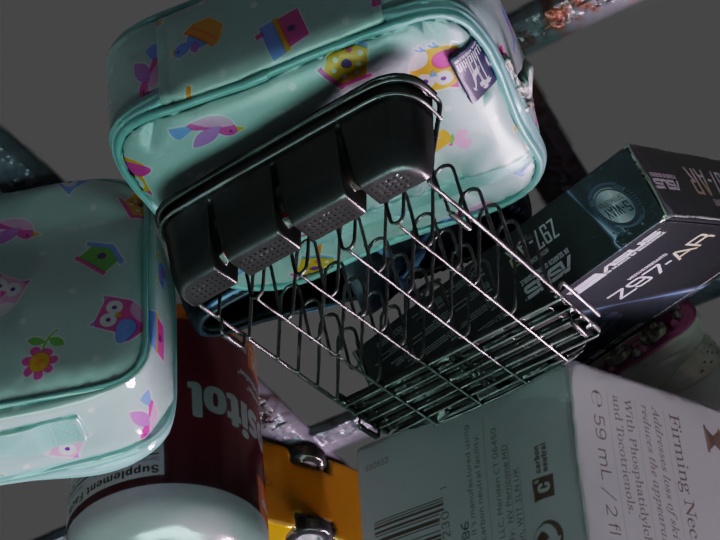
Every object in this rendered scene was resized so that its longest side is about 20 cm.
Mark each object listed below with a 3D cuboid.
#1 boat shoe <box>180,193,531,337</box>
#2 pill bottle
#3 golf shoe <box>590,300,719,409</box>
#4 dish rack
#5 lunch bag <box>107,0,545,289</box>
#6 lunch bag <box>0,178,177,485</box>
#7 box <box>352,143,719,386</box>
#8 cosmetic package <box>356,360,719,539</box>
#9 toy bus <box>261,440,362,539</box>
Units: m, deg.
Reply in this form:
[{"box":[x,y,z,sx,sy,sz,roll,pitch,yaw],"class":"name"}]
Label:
[{"box":[0.000,0.000,0.957,0.198,0.069,0.084,-16,140,9],"class":"boat shoe"},{"box":[-0.109,0.121,0.979,0.112,0.201,0.113,-4,140,-4],"class":"pill bottle"},{"box":[0.143,0.100,1.075,0.199,0.076,0.092,-35,108,30],"class":"golf shoe"},{"box":[0.016,0.006,0.838,0.153,0.055,0.200,-26,138,25],"class":"dish rack"},{"box":[-0.010,-0.072,0.852,0.198,0.078,0.161,-18,138,14],"class":"lunch bag"},{"box":[-0.195,0.041,0.904,0.198,0.161,0.077,-11,140,3],"class":"lunch bag"},{"box":[0.116,0.010,0.953,0.200,0.044,0.160,-38,159,28],"class":"box"},{"box":[0.126,0.169,0.961,0.199,0.169,0.166,18,147,-41],"class":"cosmetic package"},{"box":[-0.079,0.150,1.124,0.199,0.066,0.078,18,135,-28],"class":"toy bus"}]
